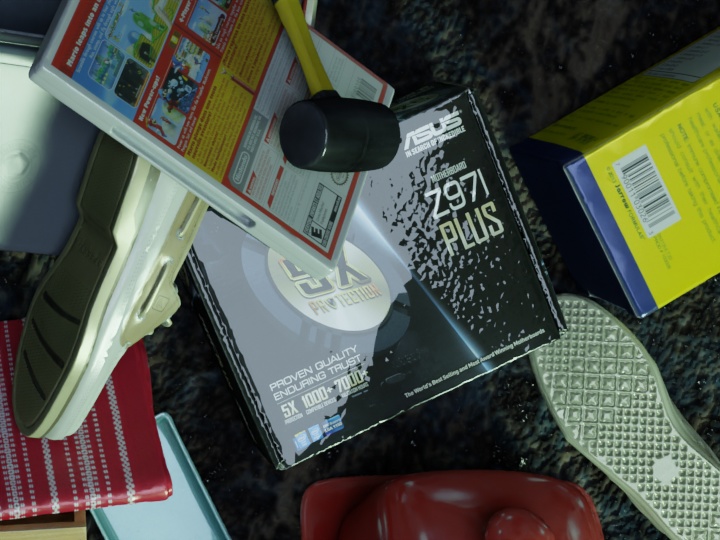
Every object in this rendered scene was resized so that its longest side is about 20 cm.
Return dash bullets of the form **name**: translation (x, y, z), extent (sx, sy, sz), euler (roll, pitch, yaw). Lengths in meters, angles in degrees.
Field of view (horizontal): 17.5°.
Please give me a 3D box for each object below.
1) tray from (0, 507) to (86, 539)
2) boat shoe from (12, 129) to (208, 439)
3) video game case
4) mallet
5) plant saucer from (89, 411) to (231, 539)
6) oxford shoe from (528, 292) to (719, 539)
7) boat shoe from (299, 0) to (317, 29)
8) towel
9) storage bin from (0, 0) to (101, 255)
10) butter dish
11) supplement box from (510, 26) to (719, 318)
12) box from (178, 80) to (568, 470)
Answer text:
- **tray**: translation (-0.259, 0.140, 1.348), extent (0.199, 0.099, 0.037), euler (-3, 119, -8)
- **boat shoe**: translation (-0.133, 0.010, 1.309), extent (0.068, 0.075, 0.201), euler (11, 114, -36)
- **video game case**: translation (-0.077, -0.103, 1.289), extent (0.200, 0.017, 0.143), euler (35, 50, -21)
- **mallet**: translation (-0.045, -0.143, 1.301), extent (0.066, 0.041, 0.201), euler (-13, 73, -50)
- **plant saucer**: translation (-0.108, 0.187, 1.446), extent (0.070, 0.019, 0.201), euler (-27, 103, -9)
- **oxford shoe**: translation (0.174, 0.101, 1.486), extent (0.075, 0.058, 0.200), euler (-39, 90, 1)
- **boat shoe**: translation (-0.051, -0.191, 1.376), extent (0.062, 0.071, 0.201), euler (5, 102, -4)
- **towel**: translation (-0.214, 0.088, 1.353), extent (0.199, 0.145, 0.023), euler (-6, 138, -13)
- **storage bin**: translation (-0.215, -0.090, 1.315), extent (0.199, 0.145, 0.135), euler (6, 108, -39)
- **butter dish**: translation (0.076, 0.189, 1.391), extent (0.199, 0.148, 0.200), euler (3, 59, -14)
- **supplement box**: translation (0.213, -0.072, 1.438), extent (0.199, 0.109, 0.110), euler (-30, 104, -8)
- **box**: translation (0.000, 0.000, 1.408), extent (0.199, 0.086, 0.165), euler (-24, 103, -9)
